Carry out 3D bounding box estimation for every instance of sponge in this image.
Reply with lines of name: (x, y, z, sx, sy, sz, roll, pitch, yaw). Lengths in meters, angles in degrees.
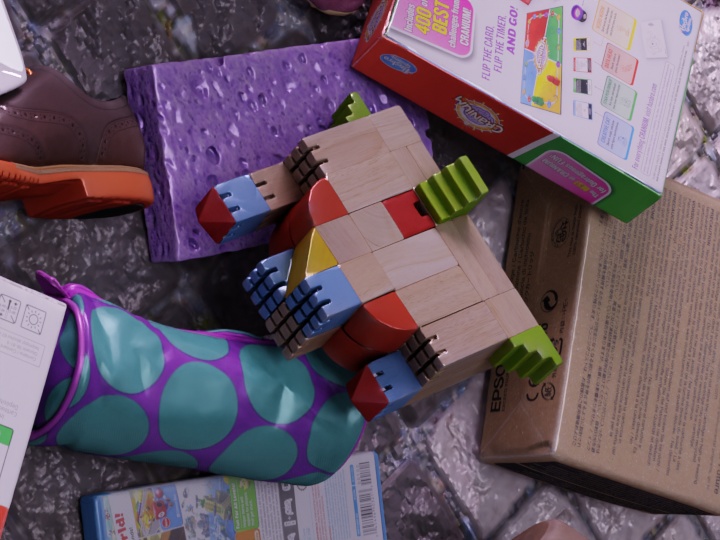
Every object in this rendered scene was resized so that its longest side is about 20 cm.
sponge: (-0.042, -0.074, 1.482, 0.200, 0.030, 0.112, -11, 93, -40)

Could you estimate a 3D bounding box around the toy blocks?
toy blocks: (0.000, 0.000, 1.404, 0.137, 0.100, 0.200, -22, 74, -39)

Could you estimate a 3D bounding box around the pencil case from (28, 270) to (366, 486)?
pencil case: (-0.096, 0.062, 1.388, 0.200, 0.085, 0.093, 11, 94, -38)

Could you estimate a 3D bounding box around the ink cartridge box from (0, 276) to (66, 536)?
ink cartridge box: (-0.218, 0.105, 1.270, 0.050, 0.109, 0.200, 24, 71, -34)

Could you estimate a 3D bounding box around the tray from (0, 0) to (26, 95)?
tray: (-0.234, -0.172, 1.262, 0.107, 0.022, 0.200, -35, 109, -57)

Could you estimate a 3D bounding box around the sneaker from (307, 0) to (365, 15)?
sneaker: (-0.008, -0.252, 1.488, 0.075, 0.090, 0.200, -3, 87, -39)

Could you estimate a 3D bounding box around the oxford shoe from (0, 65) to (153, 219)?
oxford shoe: (-0.191, -0.071, 1.334, 0.200, 0.071, 0.073, 7, 74, -54)

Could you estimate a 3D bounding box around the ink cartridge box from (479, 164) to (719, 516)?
ink cartridge box: (0.168, 0.042, 1.609, 0.165, 0.075, 0.200, 21, 71, -37)

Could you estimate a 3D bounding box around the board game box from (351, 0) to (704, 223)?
board game box: (0.105, -0.140, 1.545, 0.200, 0.040, 0.153, 29, 54, -15)

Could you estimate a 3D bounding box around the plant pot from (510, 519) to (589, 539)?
plant pot: (0.128, 0.247, 1.505, 0.175, 0.200, 0.200, 49, 56, -1)

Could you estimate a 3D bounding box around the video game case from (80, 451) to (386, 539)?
video game case: (-0.064, 0.185, 1.445, 0.200, 0.018, 0.143, -6, 90, -39)
